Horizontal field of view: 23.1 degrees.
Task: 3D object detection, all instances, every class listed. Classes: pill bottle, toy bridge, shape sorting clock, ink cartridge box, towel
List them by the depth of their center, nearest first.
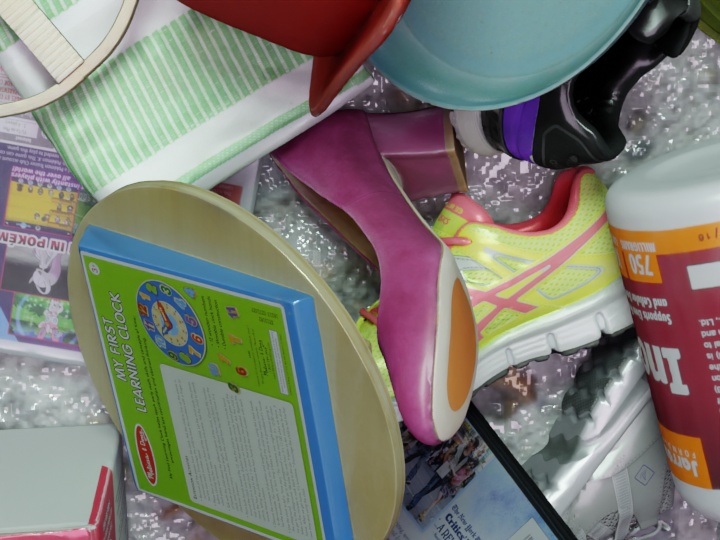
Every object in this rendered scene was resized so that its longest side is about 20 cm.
[{"bbox_3d":[-0.147,-0.109,0.787,0.200,0.027,0.067,-42,98,-2],"label":"toy bridge"},{"bbox_3d":[-0.058,0.050,0.796,0.199,0.039,0.201,22,131,27],"label":"shape sorting clock"},{"bbox_3d":[-0.103,-0.134,0.814,0.152,0.023,0.201,-33,98,-3],"label":"towel"},{"bbox_3d":[0.188,0.044,0.815,0.112,0.113,0.202,-16,101,-1],"label":"pill bottle"},{"bbox_3d":[-0.152,0.192,0.844,0.083,0.145,0.202,-3,104,-3],"label":"ink cartridge box"}]

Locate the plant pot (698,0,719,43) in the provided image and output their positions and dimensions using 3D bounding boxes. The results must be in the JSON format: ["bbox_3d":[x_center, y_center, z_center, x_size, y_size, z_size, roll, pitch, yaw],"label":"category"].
[{"bbox_3d":[0.235,-0.175,0.767,0.198,0.193,0.203,-1,104,-4],"label":"plant pot"}]

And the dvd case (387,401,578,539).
[{"bbox_3d":[0.007,0.163,0.863,0.200,0.143,0.018,-44,138,7],"label":"dvd case"}]

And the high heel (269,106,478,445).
[{"bbox_3d":[0.000,0.000,0.793,0.095,0.201,0.068,-10,140,11],"label":"high heel"}]

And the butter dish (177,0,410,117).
[{"bbox_3d":[-0.043,-0.183,0.712,0.146,0.199,0.202,10,82,-11],"label":"butter dish"}]

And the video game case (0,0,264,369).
[{"bbox_3d":[-0.148,-0.047,0.852,0.198,0.023,0.184,10,102,-8],"label":"video game case"}]

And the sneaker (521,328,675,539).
[{"bbox_3d":[0.118,0.123,0.888,0.082,0.075,0.201,32,99,-11],"label":"sneaker"}]

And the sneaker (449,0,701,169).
[{"bbox_3d":[0.115,-0.140,0.798,0.069,0.099,0.202,6,101,-49],"label":"sneaker"}]

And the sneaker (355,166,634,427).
[{"bbox_3d":[0.044,0.010,0.858,0.199,0.078,0.091,-24,105,-11],"label":"sneaker"}]

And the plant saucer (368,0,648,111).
[{"bbox_3d":[0.066,-0.169,0.778,0.027,0.199,0.202,7,107,-49],"label":"plant saucer"}]
